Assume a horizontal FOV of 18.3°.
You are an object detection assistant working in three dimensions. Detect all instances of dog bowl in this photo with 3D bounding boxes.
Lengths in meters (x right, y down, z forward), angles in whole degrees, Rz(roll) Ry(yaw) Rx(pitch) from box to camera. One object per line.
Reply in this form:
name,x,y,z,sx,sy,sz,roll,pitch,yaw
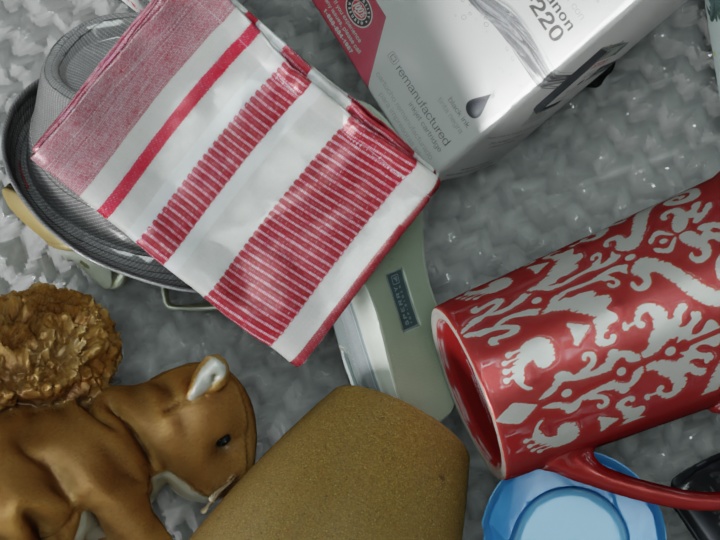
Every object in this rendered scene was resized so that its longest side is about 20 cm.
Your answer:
dog bowl,0.111,0.206,1.337,0.111,0.050,0.201,19,83,7

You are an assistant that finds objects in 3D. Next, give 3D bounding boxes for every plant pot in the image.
plant pot,-0.019,0.176,1.301,0.185,0.187,0.201,25,69,7

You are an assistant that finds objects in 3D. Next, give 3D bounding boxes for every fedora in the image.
fedora,-0.119,-0.086,1.342,0.199,0.091,0.177,32,52,18

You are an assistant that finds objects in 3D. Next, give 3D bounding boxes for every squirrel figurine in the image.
squirrel figurine,-0.164,0.093,1.333,0.186,0.142,0.201,-31,83,-8

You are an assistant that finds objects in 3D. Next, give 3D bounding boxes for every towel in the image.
towel,-0.068,-0.059,1.280,0.200,0.023,0.144,39,88,-12

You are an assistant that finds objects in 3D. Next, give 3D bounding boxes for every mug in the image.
mug,0.160,0.050,1.290,0.199,0.134,0.178,-21,54,-9

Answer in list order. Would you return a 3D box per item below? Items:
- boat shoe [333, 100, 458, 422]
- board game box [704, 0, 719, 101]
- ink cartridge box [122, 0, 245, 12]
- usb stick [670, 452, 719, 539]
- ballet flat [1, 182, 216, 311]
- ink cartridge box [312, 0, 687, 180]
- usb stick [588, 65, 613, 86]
boat shoe,0.001,0.000,1.355,0.070,0.071,0.202,-16,93,-37
board game box,0.285,-0.196,1.369,0.146,0.064,0.202,-7,80,-9
ink cartridge box,-0.138,-0.229,1.347,0.145,0.200,0.084,40,83,9
usb stick,0.251,0.193,1.304,0.055,0.033,0.200,-24,58,-14
ballet flat,-0.130,-0.010,1.382,0.199,0.069,0.064,12,98,7
ink cartridge box,0.086,-0.169,1.328,0.200,0.085,0.146,-40,78,36
usb stick,0.150,-0.215,1.402,0.055,0.033,0.201,11,82,13
